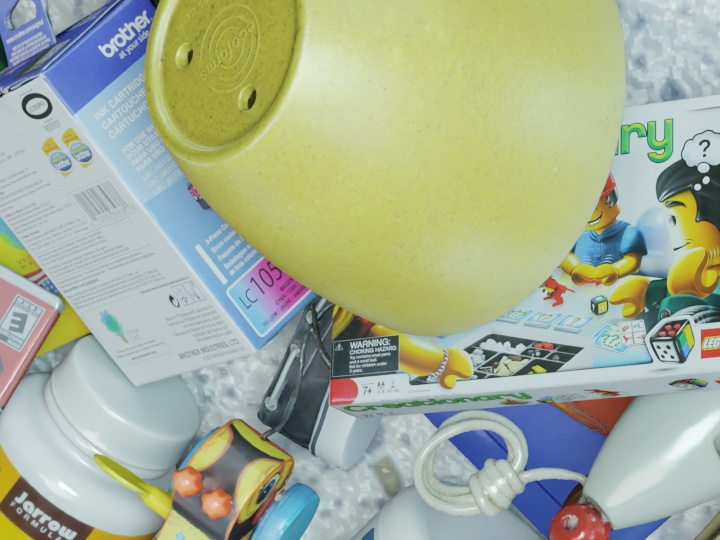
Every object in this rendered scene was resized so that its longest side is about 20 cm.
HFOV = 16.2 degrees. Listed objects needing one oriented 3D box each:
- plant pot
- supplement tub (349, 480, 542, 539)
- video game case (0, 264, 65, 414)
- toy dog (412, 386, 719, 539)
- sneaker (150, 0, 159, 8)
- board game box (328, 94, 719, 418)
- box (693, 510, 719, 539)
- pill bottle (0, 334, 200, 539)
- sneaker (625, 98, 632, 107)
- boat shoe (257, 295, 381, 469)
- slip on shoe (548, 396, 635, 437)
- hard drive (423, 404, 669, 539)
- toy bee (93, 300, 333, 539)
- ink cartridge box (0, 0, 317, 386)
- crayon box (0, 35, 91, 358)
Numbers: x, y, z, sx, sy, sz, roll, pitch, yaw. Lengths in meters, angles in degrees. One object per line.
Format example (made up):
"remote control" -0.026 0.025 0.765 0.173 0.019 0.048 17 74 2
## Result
"plant pot" -0.008 -0.081 1.087 0.200 0.142 0.200 -14 71 44
"supplement tub" 0.013 0.219 1.281 0.145 0.145 0.200 44 114 1
"video game case" -0.260 0.067 1.279 0.143 0.017 0.200 29 80 8
"toy dog" 0.135 0.100 1.155 0.200 0.096 0.132 -31 57 15
"sneaker" -0.086 -0.118 1.245 0.077 0.082 0.200 1 106 17
"board game box" 0.081 -0.004 1.144 0.200 0.035 0.126 -7 72 27
"box" 0.278 0.137 1.207 0.200 0.021 0.164 31 116 -13
"pill bottle" -0.169 0.130 1.330 0.109 0.109 0.200 39 113 3
"sneaker" 0.075 -0.089 1.199 0.073 0.071 0.200 -27 90 28
"boat shoe" 0.000 0.000 1.264 0.068 0.072 0.200 26 115 14
"slip on shoe" 0.118 0.048 1.212 0.200 0.061 0.074 28 110 3
"hard drive" 0.139 0.045 1.253 0.132 0.025 0.200 45 114 1
"toy bee" -0.072 0.109 1.220 0.131 0.109 0.200 14 106 21
"ink cartridge box" -0.117 -0.049 1.224 0.200 0.076 0.136 51 150 -13
"crayon box" -0.212 -0.045 1.323 0.127 0.051 0.200 -24 97 22
